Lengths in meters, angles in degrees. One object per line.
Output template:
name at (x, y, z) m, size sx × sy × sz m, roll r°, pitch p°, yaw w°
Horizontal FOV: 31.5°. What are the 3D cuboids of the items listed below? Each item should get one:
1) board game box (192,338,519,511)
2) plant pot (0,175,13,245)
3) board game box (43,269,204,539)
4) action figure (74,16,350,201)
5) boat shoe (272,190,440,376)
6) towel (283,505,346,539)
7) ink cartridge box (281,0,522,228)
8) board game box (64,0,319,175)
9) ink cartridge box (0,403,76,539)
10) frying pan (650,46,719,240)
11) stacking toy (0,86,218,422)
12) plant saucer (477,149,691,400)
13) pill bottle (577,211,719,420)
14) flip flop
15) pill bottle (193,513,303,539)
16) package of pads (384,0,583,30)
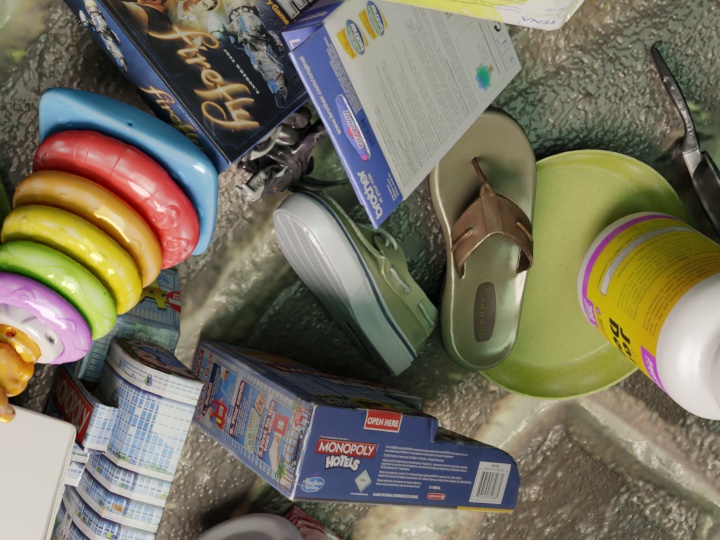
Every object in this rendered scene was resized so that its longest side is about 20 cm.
board game box at (-0.022, 0.103, 0.882) m, size 0.200 × 0.200 × 0.062 m, roll 12°, pitch 93°, yaw -41°
plant pot at (-0.334, -0.024, 0.751) m, size 0.192 × 0.201 × 0.201 m, roll -22°, pitch 115°, yaw 6°
board game box at (-0.167, 0.095, 0.850) m, size 0.062 × 0.200 × 0.201 m, roll 16°, pitch 91°, yaw -21°
action figure at (-0.099, -0.101, 0.817) m, size 0.200 × 0.119 × 0.102 m, roll 47°, pitch 63°, yaw -18°
boat shoe at (0.000, 0.000, 0.890) m, size 0.062 × 0.072 × 0.200 m, roll -48°, pitch 144°, yaw -13°
towel at (-0.027, 0.294, 1.035) m, size 0.200 × 0.023 × 0.144 m, roll 38°, pitch 97°, yaw -24°
ink cartridge box at (0.024, -0.126, 0.774) m, size 0.200 × 0.042 × 0.120 m, roll -51°, pitch 124°, yaw -42°
board game box at (-0.101, -0.172, 0.746) m, size 0.200 × 0.035 × 0.135 m, roll 51°, pitch 57°, yaw -10°
ink cartridge box at (-0.277, 0.127, 0.800) m, size 0.144 × 0.200 × 0.085 m, roll 20°, pitch 69°, yaw -21°
frying pan at (0.257, -0.063, 0.932) m, size 0.031 × 0.115 × 0.190 m, roll -31°, pitch 115°, yaw 18°
stacking toy at (-0.169, 0.010, 0.709) m, size 0.116 × 0.110 × 0.200 m, roll 25°, pitch 58°, yaw 3°
plant saucer at (0.157, 0.002, 0.970) m, size 0.199 × 0.031 × 0.201 m, roll -5°, pitch 111°, yaw -13°
pill bottle at (0.233, 0.035, 0.877) m, size 0.104 × 0.200 × 0.105 m, roll -5°, pitch 111°, yaw -13°
flip flop at (0.090, -0.017, 0.896) m, size 0.081 × 0.058 × 0.201 m, roll -5°, pitch 111°, yaw -13°
pill bottle at (-0.061, 0.289, 0.951) m, size 0.108 × 0.109 × 0.200 m, roll -23°, pitch 116°, yaw -6°
package of pads at (0.032, -0.223, 0.738) m, size 0.199 × 0.155 × 0.068 m, roll 6°, pitch 143°, yaw -18°
